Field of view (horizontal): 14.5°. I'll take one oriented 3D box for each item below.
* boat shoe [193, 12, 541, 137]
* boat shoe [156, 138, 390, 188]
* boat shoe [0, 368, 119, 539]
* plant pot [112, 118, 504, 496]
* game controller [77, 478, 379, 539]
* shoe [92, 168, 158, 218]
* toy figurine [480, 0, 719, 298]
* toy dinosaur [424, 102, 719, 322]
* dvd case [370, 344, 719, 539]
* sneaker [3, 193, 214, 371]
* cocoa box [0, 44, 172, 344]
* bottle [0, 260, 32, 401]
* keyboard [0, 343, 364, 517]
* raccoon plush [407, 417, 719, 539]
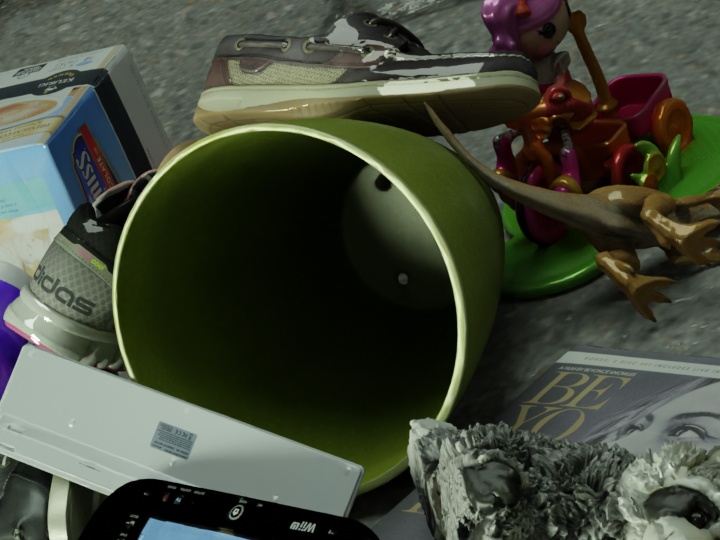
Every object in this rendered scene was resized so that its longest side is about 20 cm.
[{"bbox_3d":[0.002,-0.107,1.513,0.199,0.065,0.072,-4,-16,28],"label":"boat shoe"},{"bbox_3d":[-0.025,-0.040,1.615,0.070,0.071,0.199,23,22,40],"label":"boat shoe"},{"bbox_3d":[-0.162,0.095,1.475,0.067,0.072,0.200,-15,27,13],"label":"boat shoe"},{"bbox_3d":[0.000,0.000,1.448,0.186,0.188,0.200,-10,9,24],"label":"plant pot"},{"bbox_3d":[-0.071,0.150,1.284,0.199,0.042,0.105,6,69,47],"label":"game controller"},{"bbox_3d":[-0.099,-0.027,1.664,0.071,0.091,0.200,-10,25,23],"label":"shoe"},{"bbox_3d":[0.109,-0.113,1.561,0.149,0.185,0.200,0,31,40],"label":"toy figurine"},{"bbox_3d":[0.129,-0.026,1.473,0.199,0.061,0.106,8,23,-30],"label":"toy dinosaur"},{"bbox_3d":[0.099,0.096,1.323,0.148,0.016,0.200,4,33,46],"label":"dvd case"},{"bbox_3d":[-0.096,0.005,1.509,0.199,0.088,0.074,5,27,-47],"label":"sneaker"},{"bbox_3d":[-0.225,-0.036,1.737,0.199,0.134,0.131,-9,26,26],"label":"cocoa box"},{"bbox_3d":[-0.222,0.082,1.493,0.083,0.065,0.201,-39,23,45],"label":"bottle"},{"bbox_3d":[-0.093,0.091,1.377,0.199,0.011,0.057,19,76,24],"label":"keyboard"},{"bbox_3d":[0.101,0.089,1.216,0.133,0.097,0.200,-10,30,-7],"label":"raccoon plush"}]
